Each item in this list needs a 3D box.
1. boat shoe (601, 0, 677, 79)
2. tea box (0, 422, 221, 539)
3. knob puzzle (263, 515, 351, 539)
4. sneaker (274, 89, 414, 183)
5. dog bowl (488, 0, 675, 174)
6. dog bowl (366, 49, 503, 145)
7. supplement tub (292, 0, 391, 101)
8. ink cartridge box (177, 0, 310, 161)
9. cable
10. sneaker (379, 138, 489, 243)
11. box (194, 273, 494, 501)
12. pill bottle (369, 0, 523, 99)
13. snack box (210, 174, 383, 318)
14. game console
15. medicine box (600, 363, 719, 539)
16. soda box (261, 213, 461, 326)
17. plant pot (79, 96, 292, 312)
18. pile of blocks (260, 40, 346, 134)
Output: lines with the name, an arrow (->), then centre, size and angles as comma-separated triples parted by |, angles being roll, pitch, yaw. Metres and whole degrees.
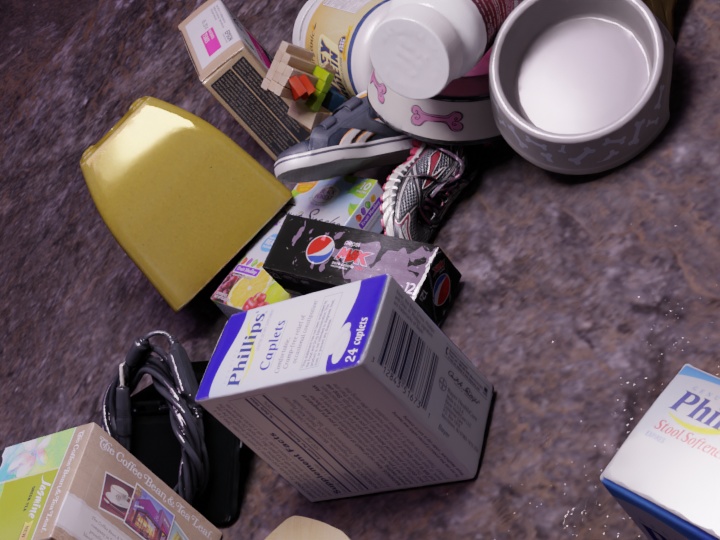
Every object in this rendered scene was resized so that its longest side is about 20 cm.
boat shoe -> 0.291, -0.261, 1.530 | 0.201, 0.073, 0.065 | -67, 14, -20
tea box -> -0.279, 0.273, 1.409 | 0.196, 0.200, 0.134 | -20, 39, 33
knob puzzle -> -0.064, 0.310, 1.292 | 0.218, 0.030, 0.221 | -29, 36, 23
sneaker -> -0.013, -0.153, 1.628 | 0.198, 0.080, 0.078 | -14, -9, -26
dog bowl -> 0.219, -0.201, 1.449 | 0.198, 0.059, 0.202 | -5, 72, 16
dog bowl -> 0.105, -0.224, 1.582 | 0.198, 0.074, 0.201 | 0, 40, 0
supplement tub -> 0.013, -0.271, 1.761 | 0.145, 0.144, 0.200 | -48, 33, -8
ink cartridge box -> -0.148, -0.251, 1.894 | 0.075, 0.165, 0.200 | -38, 34, 8
cable -> -0.220, 0.175, 1.505 | 0.163, 0.051, 0.201 | -41, 58, 32
sneaker -> 0.080, -0.096, 1.553 | 0.074, 0.081, 0.201 | 4, 57, 32
box -> -0.012, 0.112, 1.318 | 0.199, 0.184, 0.106 | -15, 43, 36
pill bottle -> 0.094, -0.265, 1.489 | 0.109, 0.110, 0.200 | -11, 28, 40
snack box -> -0.065, -0.019, 1.644 | 0.142, 0.053, 0.201 | 15, 63, 52
game console -> -0.165, 0.180, 1.560 | 0.199, 0.117, 0.175 | -7, 17, 42
medicine box -> 0.281, 0.178, 0.912 | 0.103, 0.200, 0.182 | -49, 33, -11
soda box -> 0.000, 0.000, 1.492 | 0.199, 0.063, 0.071 | 14, 69, 34
plant pot -> -0.228, -0.100, 1.730 | 0.194, 0.200, 0.195 | -45, 12, -3
pile of blocks -> -0.037, -0.187, 1.682 | 0.082, 0.200, 0.062 | -48, 52, -7
